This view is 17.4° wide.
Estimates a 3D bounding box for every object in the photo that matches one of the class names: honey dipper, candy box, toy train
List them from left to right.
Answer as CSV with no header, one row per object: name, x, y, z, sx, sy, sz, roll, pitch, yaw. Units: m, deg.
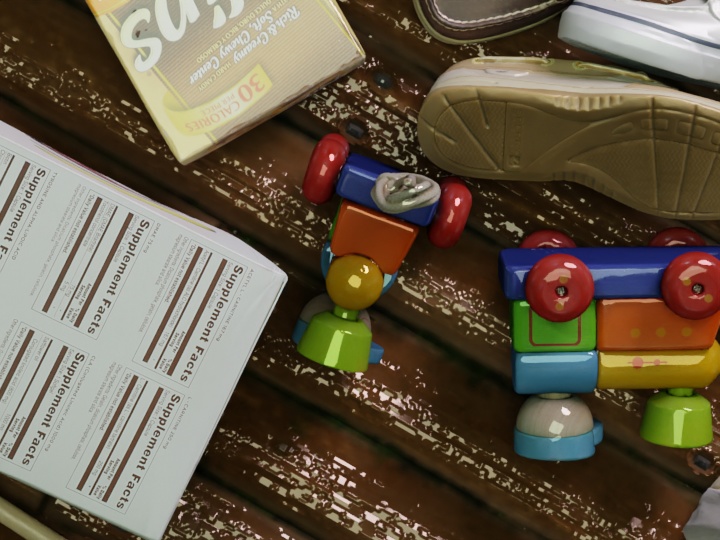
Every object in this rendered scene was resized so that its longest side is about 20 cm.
honey dipper,-0.134,0.170,1.269,0.200,0.038,0.038,33,91,0
candy box,-0.095,-0.170,1.251,0.115,0.055,0.200,-30,90,0
toy train,0.000,0.000,1.187,0.085,0.200,0.116,19,96,-1
toy train,0.174,0.041,1.243,0.200,0.085,0.116,-1,102,-1

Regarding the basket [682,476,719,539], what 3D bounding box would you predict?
basket,0.266,0.121,1.195,0.135,0.200,0.123,32,85,-2

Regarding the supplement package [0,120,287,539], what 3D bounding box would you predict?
supplement package,-0.169,0.012,1.171,0.200,0.191,0.147,27,90,-14

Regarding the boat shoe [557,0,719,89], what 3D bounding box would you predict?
boat shoe,0.204,-0.128,1.251,0.200,0.074,0.067,13,93,-13

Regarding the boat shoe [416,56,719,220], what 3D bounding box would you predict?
boat shoe,0.132,-0.080,1.247,0.200,0.069,0.074,11,123,2

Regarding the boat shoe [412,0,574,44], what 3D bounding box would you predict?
boat shoe,0.120,-0.181,1.244,0.200,0.072,0.072,-23,91,0
